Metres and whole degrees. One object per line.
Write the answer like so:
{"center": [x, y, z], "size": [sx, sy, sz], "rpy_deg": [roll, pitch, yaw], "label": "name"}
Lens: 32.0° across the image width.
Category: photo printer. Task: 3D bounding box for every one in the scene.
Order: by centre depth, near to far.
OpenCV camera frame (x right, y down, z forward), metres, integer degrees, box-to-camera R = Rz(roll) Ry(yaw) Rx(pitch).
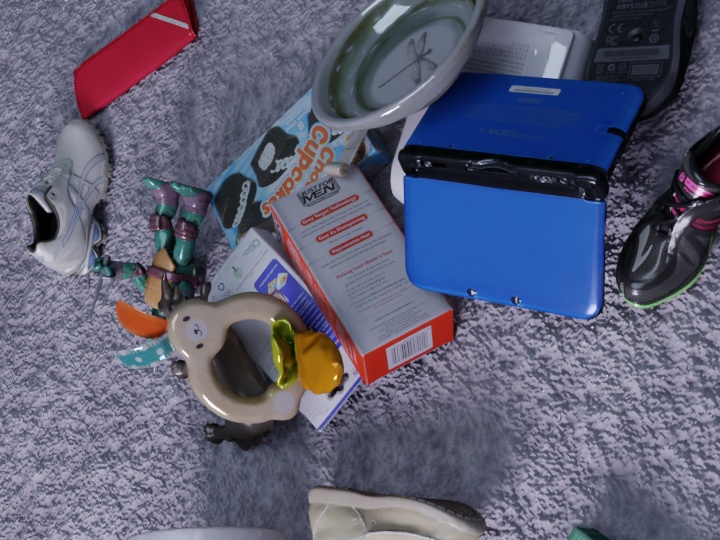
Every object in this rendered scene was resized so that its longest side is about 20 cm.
{"center": [0.121, -0.135, 1.189], "size": [0.165, 0.069, 0.203], "rpy_deg": [16, 87, 35], "label": "photo printer"}

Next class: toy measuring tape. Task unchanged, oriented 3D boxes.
{"center": [0.005, -0.192, 1.254], "size": [0.073, 0.074, 0.202], "rpy_deg": [12, 64, 36], "label": "toy measuring tape"}

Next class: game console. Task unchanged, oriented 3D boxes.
{"center": [0.142, -0.072, 1.107], "size": [0.198, 0.119, 0.172], "rpy_deg": [11, 53, 33], "label": "game console"}

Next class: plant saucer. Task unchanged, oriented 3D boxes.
{"center": [0.044, -0.196, 1.162], "size": [0.199, 0.050, 0.202], "rpy_deg": [-29, 36, 24], "label": "plant saucer"}

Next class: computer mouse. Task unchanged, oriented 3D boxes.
{"center": [0.264, -0.214, 1.126], "size": [0.137, 0.053, 0.203], "rpy_deg": [9, 73, 34], "label": "computer mouse"}

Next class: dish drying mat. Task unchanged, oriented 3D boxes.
{"center": [-0.278, -0.264, 1.537], "size": [0.198, 0.018, 0.078], "rpy_deg": [-29, 64, 26], "label": "dish drying mat"}

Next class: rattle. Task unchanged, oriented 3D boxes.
{"center": [-0.130, 0.078, 1.165], "size": [0.132, 0.198, 0.143], "rpy_deg": [-64, 16, 11], "label": "rattle"}

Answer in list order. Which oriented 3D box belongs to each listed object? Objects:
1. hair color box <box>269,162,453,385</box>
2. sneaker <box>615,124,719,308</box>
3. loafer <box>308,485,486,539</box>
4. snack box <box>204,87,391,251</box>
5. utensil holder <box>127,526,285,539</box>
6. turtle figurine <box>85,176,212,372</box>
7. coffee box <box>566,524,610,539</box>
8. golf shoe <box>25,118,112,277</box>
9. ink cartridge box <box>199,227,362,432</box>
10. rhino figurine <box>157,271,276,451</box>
{"center": [0.000, 0.000, 1.219], "size": [0.100, 0.062, 0.201], "rpy_deg": [-25, 59, -11], "label": "hair color box"}
{"center": [0.276, -0.059, 1.050], "size": [0.077, 0.083, 0.201], "rpy_deg": [43, 103, 35], "label": "sneaker"}
{"center": [0.031, 0.240, 1.154], "size": [0.198, 0.075, 0.069], "rpy_deg": [-2, 77, 44], "label": "loafer"}
{"center": [-0.069, -0.101, 1.333], "size": [0.200, 0.037, 0.117], "rpy_deg": [-41, 59, 20], "label": "snack box"}
{"center": [-0.146, 0.354, 1.186], "size": [0.168, 0.169, 0.203], "rpy_deg": [-15, 68, 31], "label": "utensil holder"}
{"center": [-0.221, 0.004, 1.374], "size": [0.148, 0.100, 0.203], "rpy_deg": [12, 88, 30], "label": "turtle figurine"}
{"center": [0.226, 0.313, 1.010], "size": [0.199, 0.044, 0.124], "rpy_deg": [33, 98, 37], "label": "coffee box"}
{"center": [-0.353, -0.096, 1.496], "size": [0.077, 0.097, 0.203], "rpy_deg": [-17, 67, 32], "label": "golf shoe"}
{"center": [-0.069, 0.059, 1.274], "size": [0.200, 0.039, 0.100], "rpy_deg": [47, 106, 21], "label": "ink cartridge box"}
{"center": [-0.147, 0.089, 1.268], "size": [0.087, 0.060, 0.202], "rpy_deg": [-28, 92, 46], "label": "rhino figurine"}
